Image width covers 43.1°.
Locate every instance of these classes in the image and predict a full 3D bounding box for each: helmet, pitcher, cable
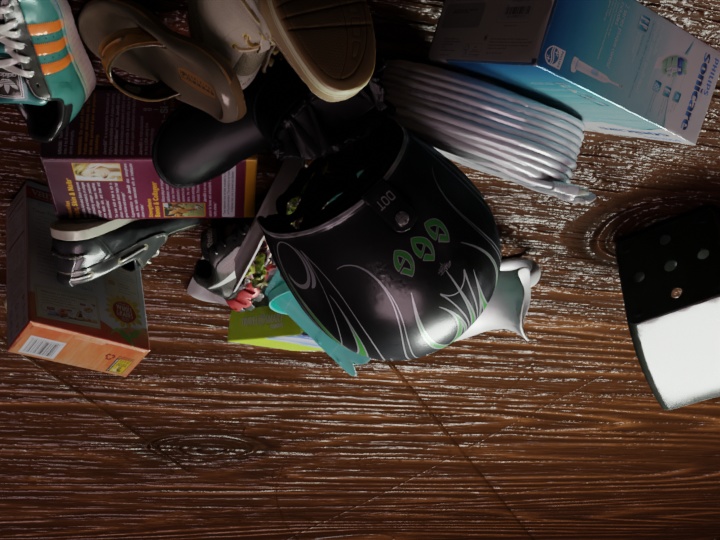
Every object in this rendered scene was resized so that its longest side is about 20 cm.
[{"bbox_3d":[0.026,-0.015,0.790,0.200,0.200,0.191,-22,123,28],"label":"helmet"},{"bbox_3d":[0.130,0.026,1.196,0.200,0.172,0.121,1,113,21],"label":"pitcher"},{"bbox_3d":[0.104,-0.133,0.833,0.200,0.069,0.200,17,-172,-31],"label":"cable"}]

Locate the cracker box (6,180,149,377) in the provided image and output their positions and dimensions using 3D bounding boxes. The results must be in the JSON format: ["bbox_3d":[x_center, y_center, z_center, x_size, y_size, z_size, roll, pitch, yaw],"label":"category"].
[{"bbox_3d":[-0.308,0.008,0.986,0.134,0.200,0.058,20,129,-38],"label":"cracker box"}]

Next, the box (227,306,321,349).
[{"bbox_3d":[-0.068,0.074,1.172,0.122,0.048,0.200,12,167,-37],"label":"box"}]

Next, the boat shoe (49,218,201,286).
[{"bbox_3d":[-0.248,-0.035,0.986,0.072,0.068,0.200,7,-162,31],"label":"boat shoe"}]

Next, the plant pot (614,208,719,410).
[{"bbox_3d":[0.440,0.037,1.200,0.200,0.200,0.177,-24,135,31],"label":"plant pot"}]

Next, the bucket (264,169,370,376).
[{"bbox_3d":[0.000,0.000,0.999,0.135,0.207,0.207,38,145,2],"label":"bucket"}]

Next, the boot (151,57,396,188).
[{"bbox_3d":[-0.077,-0.121,0.770,0.198,0.162,0.073,-32,117,-9],"label":"boot"}]

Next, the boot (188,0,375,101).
[{"bbox_3d":[-0.069,-0.181,0.697,0.072,0.200,0.155,-19,162,-31],"label":"boot"}]

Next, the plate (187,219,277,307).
[{"bbox_3d":[-0.112,0.005,1.196,0.200,0.032,0.200,6,149,-20],"label":"plate"}]

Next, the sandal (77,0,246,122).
[{"bbox_3d":[-0.174,-0.166,0.742,0.054,0.200,0.080,-44,147,-22],"label":"sandal"}]

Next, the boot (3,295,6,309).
[{"bbox_3d":[-0.367,0.040,1.130,0.155,0.073,0.200,-2,-179,0],"label":"boot"}]

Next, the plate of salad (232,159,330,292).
[{"bbox_3d":[-0.073,-0.063,0.908,0.048,0.200,0.200,27,144,-8],"label":"plate of salad"}]

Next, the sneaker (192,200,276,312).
[{"bbox_3d":[-0.128,-0.037,1.053,0.098,0.071,0.200,24,125,-24],"label":"sneaker"}]

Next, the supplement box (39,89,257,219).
[{"bbox_3d":[-0.203,-0.113,0.903,0.200,0.086,0.110,-1,152,-9],"label":"supplement box"}]

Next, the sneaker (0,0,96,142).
[{"bbox_3d":[-0.279,-0.183,0.753,0.071,0.080,0.200,11,154,13],"label":"sneaker"}]

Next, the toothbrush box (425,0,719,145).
[{"bbox_3d":[0.182,-0.180,0.774,0.200,0.085,0.146,17,-177,-33],"label":"toothbrush box"}]
